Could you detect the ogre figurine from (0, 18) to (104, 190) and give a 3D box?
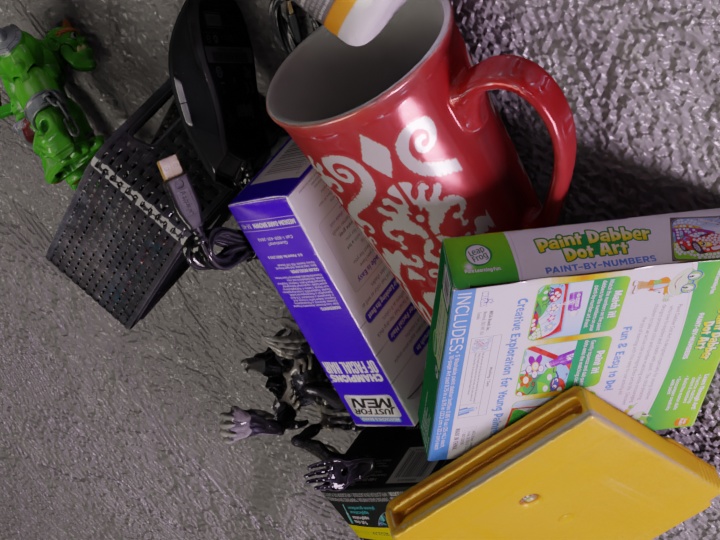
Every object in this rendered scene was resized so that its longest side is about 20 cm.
[{"bbox_3d":[-0.247,-0.129,1.232,0.098,0.200,0.121,-31,88,17],"label":"ogre figurine"}]

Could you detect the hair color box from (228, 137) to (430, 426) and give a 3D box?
[{"bbox_3d":[0.000,0.000,1.096,0.064,0.109,0.201,-6,123,42],"label":"hair color box"}]

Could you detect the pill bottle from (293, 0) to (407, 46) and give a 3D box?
[{"bbox_3d":[-0.042,-0.234,0.898,0.200,0.117,0.116,40,148,0],"label":"pill bottle"}]

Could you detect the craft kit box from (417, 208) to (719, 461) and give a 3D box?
[{"bbox_3d":[0.142,0.045,1.011,0.195,0.049,0.201,-4,143,-7],"label":"craft kit box"}]

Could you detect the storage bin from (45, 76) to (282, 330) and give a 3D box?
[{"bbox_3d":[-0.154,-0.057,1.209,0.094,0.135,0.200,39,148,-1],"label":"storage bin"}]

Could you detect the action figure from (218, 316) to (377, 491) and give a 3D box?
[{"bbox_3d":[-0.056,0.097,1.286,0.101,0.120,0.200,13,-167,-31],"label":"action figure"}]

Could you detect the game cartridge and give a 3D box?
[{"bbox_3d":[0.143,0.164,1.108,0.176,0.033,0.199,-35,141,23],"label":"game cartridge"}]

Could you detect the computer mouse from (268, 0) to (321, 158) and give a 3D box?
[{"bbox_3d":[-0.036,-0.119,1.120,0.058,0.034,0.202,14,134,18],"label":"computer mouse"}]

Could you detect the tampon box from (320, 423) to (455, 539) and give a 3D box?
[{"bbox_3d":[0.096,0.204,1.284,0.149,0.127,0.201,-12,122,51],"label":"tampon box"}]

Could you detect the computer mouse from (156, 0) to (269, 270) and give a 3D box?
[{"bbox_3d":[-0.111,-0.093,1.068,0.046,0.140,0.202,-12,96,28],"label":"computer mouse"}]

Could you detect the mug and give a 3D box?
[{"bbox_3d":[0.054,-0.057,0.996,0.177,0.133,0.201,30,157,55],"label":"mug"}]
